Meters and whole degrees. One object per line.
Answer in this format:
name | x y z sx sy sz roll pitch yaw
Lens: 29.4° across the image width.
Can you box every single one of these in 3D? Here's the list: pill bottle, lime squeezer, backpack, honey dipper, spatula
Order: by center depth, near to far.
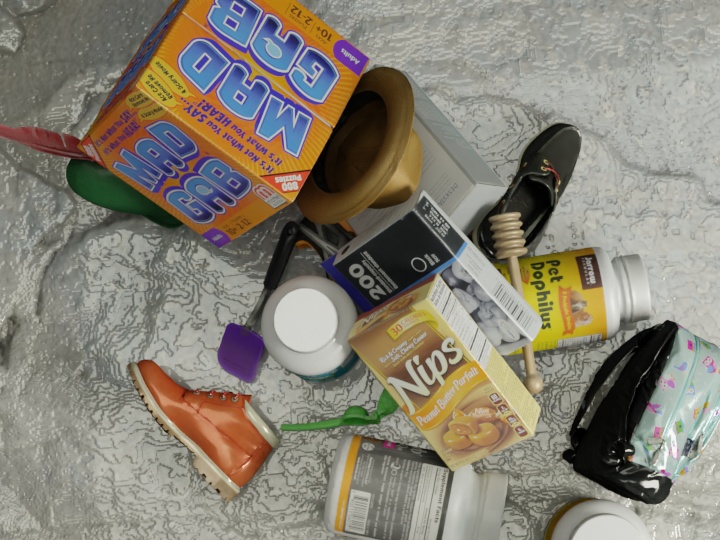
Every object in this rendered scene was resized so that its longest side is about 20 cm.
pill bottle | 0.261 0.307 1.504 0.110 0.200 0.112 -1 81 4
honey dipper | 0.176 0.037 1.525 0.038 0.038 0.202 -9 84 2
backpack | 0.335 0.160 1.556 0.126 0.167 0.201 32 81 -12
pill bottle | -0.054 0.067 1.560 0.110 0.200 0.112 -1 81 4
pill bottle | 0.063 0.261 1.567 0.198 0.116 0.118 11 83 4
pill bottle | 0.231 0.034 1.592 0.198 0.109 0.110 -9 81 2
lime squeezer | 0.001 0.153 1.626 0.199 0.038 0.071 -36 81 -1
spatula | -0.118 0.035 1.640 0.056 0.021 0.202 24 94 14

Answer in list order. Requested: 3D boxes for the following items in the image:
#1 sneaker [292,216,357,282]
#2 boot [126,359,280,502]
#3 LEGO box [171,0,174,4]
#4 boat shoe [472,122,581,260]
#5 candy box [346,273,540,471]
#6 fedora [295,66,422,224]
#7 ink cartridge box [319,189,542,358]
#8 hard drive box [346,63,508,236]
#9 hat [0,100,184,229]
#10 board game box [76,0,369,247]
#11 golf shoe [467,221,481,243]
sneaker | 0.000 0.000 1.634 0.077 0.078 0.200 -43 75 4
boot | -0.186 0.165 1.624 0.107 0.075 0.200 -43 90 -6
LEGO box | -0.181 -0.239 1.674 0.148 0.077 0.201 24 84 7
boat shoe | 0.210 -0.096 1.614 0.074 0.063 0.202 45 67 -19
candy box | 0.092 0.113 1.487 0.115 0.055 0.200 -29 109 30
fedora | 0.012 -0.124 1.495 0.081 0.200 0.202 29 83 -32
ink cartridge box | 0.068 0.033 1.518 0.198 0.200 0.043 46 47 -10
hard drive box | 0.046 -0.111 1.586 0.156 0.077 0.200 -49 64 24
hat | -0.319 -0.098 1.587 0.199 0.167 0.176 35 48 25
board game box | -0.150 -0.181 1.489 0.199 0.199 0.201 35 63 -17
golf shoe | 0.079 -0.110 1.641 0.091 0.073 0.202 -20 81 0
